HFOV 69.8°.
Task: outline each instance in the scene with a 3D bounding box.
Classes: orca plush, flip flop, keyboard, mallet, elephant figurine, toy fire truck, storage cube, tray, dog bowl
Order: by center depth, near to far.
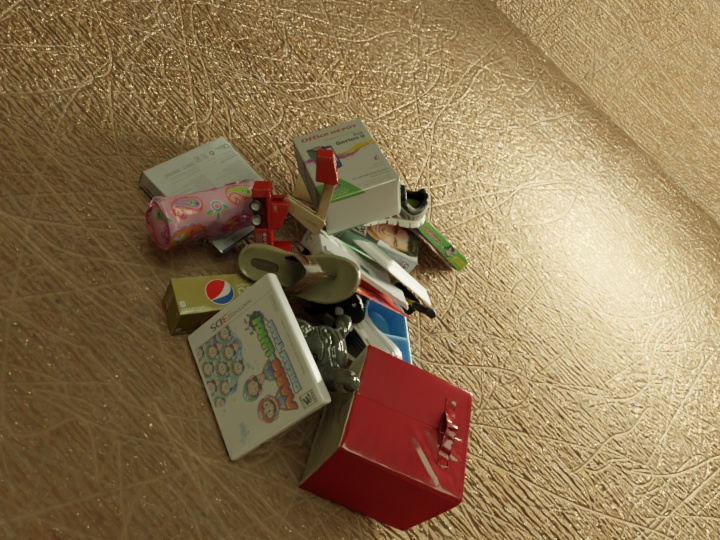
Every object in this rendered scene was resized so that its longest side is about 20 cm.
[{"bbox_3d":[0.039,0.248,0.762,0.179,0.200,0.172,26,47,-7],"label":"storage cube"},{"bbox_3d":[-0.066,0.122,0.779,0.155,0.200,0.141,46,45,5],"label":"elephant figurine"},{"bbox_3d":[-0.099,0.003,0.800,0.198,0.082,0.058,15,3,4],"label":"flip flop"},{"bbox_3d":[-0.108,-0.094,0.842,0.140,0.201,0.049,0,27,-4],"label":"toy fire truck"},{"bbox_3d":[0.007,0.004,0.886,0.199,0.011,0.056,35,15,-27],"label":"keyboard"},{"bbox_3d":[-0.061,0.012,0.892,0.104,0.072,0.200,-17,41,-18],"label":"orca plush"},{"bbox_3d":[0.040,0.131,0.953,0.111,0.050,0.201,15,51,-25],"label":"dog bowl"},{"bbox_3d":[0.108,0.071,0.971,0.066,0.200,0.041,43,87,-19],"label":"mallet"},{"bbox_3d":[0.069,0.001,0.993,0.107,0.022,0.200,43,4,38],"label":"tray"}]

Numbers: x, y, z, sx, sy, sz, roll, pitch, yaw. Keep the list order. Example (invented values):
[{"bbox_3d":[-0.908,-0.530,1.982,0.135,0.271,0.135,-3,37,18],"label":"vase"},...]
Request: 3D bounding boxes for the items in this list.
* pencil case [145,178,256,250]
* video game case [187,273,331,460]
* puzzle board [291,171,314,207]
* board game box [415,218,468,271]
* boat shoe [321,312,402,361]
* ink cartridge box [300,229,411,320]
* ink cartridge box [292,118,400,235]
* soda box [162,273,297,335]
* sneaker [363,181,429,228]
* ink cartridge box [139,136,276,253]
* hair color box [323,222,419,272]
[{"bbox_3d":[-0.247,-0.098,0.851,0.199,0.087,0.088,-23,72,-41],"label":"pencil case"},{"bbox_3d":[-0.151,0.136,0.731,0.024,0.182,0.201,12,46,-61],"label":"video game case"},{"bbox_3d":[-0.054,-0.185,1.074,0.150,0.017,0.201,21,46,-13],"label":"puzzle board"},{"bbox_3d":[0.156,-0.080,1.154,0.200,0.029,0.135,46,6,4],"label":"board game box"},{"bbox_3d":[-0.016,0.104,0.873,0.066,0.074,0.200,-4,29,-46],"label":"boat shoe"},{"bbox_3d":[0.000,0.000,0.929,0.160,0.050,0.200,28,6,-40],"label":"ink cartridge box"},{"bbox_3d":[-0.029,-0.179,0.960,0.144,0.088,0.201,-18,50,-9],"label":"ink cartridge box"},{"bbox_3d":[-0.207,0.049,0.833,0.199,0.068,0.064,-6,60,-37],"label":"soda box"},{"bbox_3d":[0.052,-0.137,1.017,0.198,0.088,0.074,4,53,-22],"label":"sneaker"},{"bbox_3d":[-0.263,-0.138,0.957,0.200,0.043,0.196,47,45,0],"label":"ink cartridge box"},{"bbox_3d":[0.024,-0.073,1.089,0.199,0.061,0.099,25,46,-17],"label":"hair color box"}]
